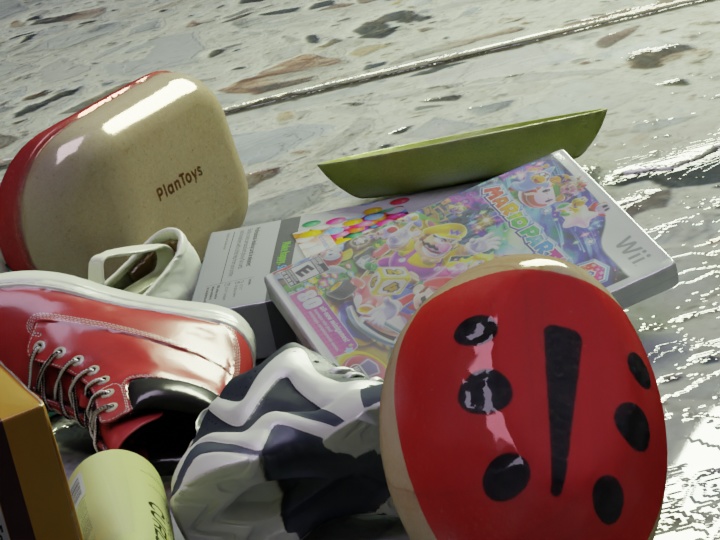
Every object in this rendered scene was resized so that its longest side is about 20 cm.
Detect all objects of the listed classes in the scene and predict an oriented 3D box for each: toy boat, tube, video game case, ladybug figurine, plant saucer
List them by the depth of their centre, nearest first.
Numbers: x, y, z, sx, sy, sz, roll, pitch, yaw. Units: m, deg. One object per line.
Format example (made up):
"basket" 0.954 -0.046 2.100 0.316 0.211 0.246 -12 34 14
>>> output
"ladybug figurine" 0.079 0.067 1.041 0.136 0.072 0.200 12 47 -12
"tube" -0.105 0.136 1.084 0.052 0.058 0.200 -54 15 4
"video game case" 0.061 0.005 1.332 0.200 0.018 0.143 -23 37 -12
"toy boat" -0.177 -0.049 1.568 0.131 0.131 0.200 -8 18 35
"plant saucer" 0.071 -0.077 1.575 0.200 0.031 0.200 -12 4 1

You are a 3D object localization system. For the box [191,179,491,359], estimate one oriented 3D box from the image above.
"box" 0.000 0.000 1.443 0.200 0.041 0.156 -9 19 6

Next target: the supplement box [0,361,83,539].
"supplement box" -0.249 0.129 1.087 0.200 0.133 0.197 -19 20 -19

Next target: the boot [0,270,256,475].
"boot" -0.163 0.062 1.285 0.200 0.073 0.144 5 23 3

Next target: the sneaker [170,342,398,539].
"sneaker" 0.002 0.073 1.168 0.199 0.080 0.130 -21 27 6

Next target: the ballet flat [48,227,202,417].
"ballet flat" -0.166 0.028 1.430 0.069 0.070 0.200 1 24 35

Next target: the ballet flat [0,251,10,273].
"ballet flat" -0.260 0.007 1.527 0.070 0.067 0.200 -41 15 8
